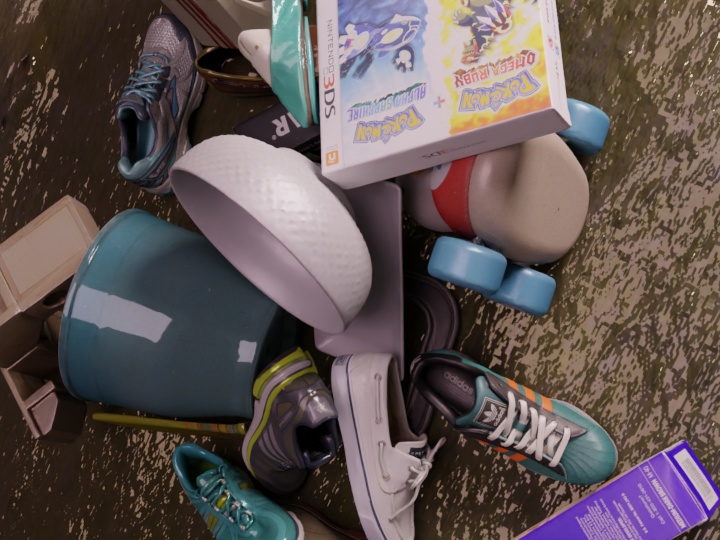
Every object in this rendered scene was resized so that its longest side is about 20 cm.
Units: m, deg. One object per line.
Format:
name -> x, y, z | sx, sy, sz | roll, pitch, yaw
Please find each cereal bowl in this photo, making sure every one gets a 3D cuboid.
cereal bowl -> -0.064, -0.042, 0.821 | 0.199, 0.201, 0.083 | 35, 71, 25

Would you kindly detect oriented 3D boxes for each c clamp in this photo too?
c clamp -> 0.013, 0.069, 0.953 | 0.169, 0.027, 0.202 | 12, 91, 22

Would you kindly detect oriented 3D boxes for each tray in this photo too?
tray -> 0.000, 0.000, 0.889 | 0.107, 0.022, 0.202 | 18, 124, 33

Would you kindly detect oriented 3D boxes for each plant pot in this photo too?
plant pot -> -0.165, 0.059, 0.960 | 0.186, 0.200, 0.202 | 16, 93, 11

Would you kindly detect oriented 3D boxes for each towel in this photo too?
towel -> -0.178, 0.162, 1.008 | 0.198, 0.086, 0.018 | 0, 73, 28

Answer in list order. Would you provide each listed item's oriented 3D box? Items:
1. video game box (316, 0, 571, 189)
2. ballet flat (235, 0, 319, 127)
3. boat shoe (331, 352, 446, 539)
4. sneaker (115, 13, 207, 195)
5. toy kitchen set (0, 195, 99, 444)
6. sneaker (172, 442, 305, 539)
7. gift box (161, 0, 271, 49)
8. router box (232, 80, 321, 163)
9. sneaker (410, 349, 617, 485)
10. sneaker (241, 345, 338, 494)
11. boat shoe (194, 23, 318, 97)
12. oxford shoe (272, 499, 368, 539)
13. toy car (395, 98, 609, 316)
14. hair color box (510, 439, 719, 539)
video game box -> 0.057, -0.175, 0.759 | 0.198, 0.047, 0.184 | -13, 72, 28
ballet flat -> -0.072, -0.216, 0.822 | 0.070, 0.067, 0.202 | -2, 81, -1
boat shoe -> 0.038, 0.171, 0.893 | 0.085, 0.075, 0.204 | -11, 94, 21
sneaker -> -0.224, -0.187, 1.056 | 0.077, 0.086, 0.202 | 2, 87, 26
toy kitchen set -> -0.300, 0.064, 1.029 | 0.180, 0.200, 0.164 | -35, 70, 4
sneaker -> -0.128, 0.232, 0.938 | 0.078, 0.080, 0.199 | -46, 37, -16
gift box -> -0.141, -0.323, 0.908 | 0.201, 0.187, 0.184 | -53, 32, -14
router box -> 0.003, -0.141, 0.901 | 0.199, 0.149, 0.052 | -24, 76, 23
sneaker -> 0.129, 0.133, 0.849 | 0.199, 0.080, 0.072 | 26, 96, 20
sneaker -> -0.063, 0.163, 0.907 | 0.081, 0.073, 0.201 | 50, 151, 31
boat shoe -> -0.080, -0.217, 0.994 | 0.198, 0.068, 0.073 | -9, 82, 26
oxford shoe -> -0.064, 0.273, 0.945 | 0.198, 0.075, 0.071 | 6, 91, 28
toy car -> 0.086, -0.081, 0.853 | 0.199, 0.176, 0.186 | 17, 89, 39
hair color box -> 0.193, 0.220, 0.798 | 0.200, 0.109, 0.065 | -39, 70, 19
